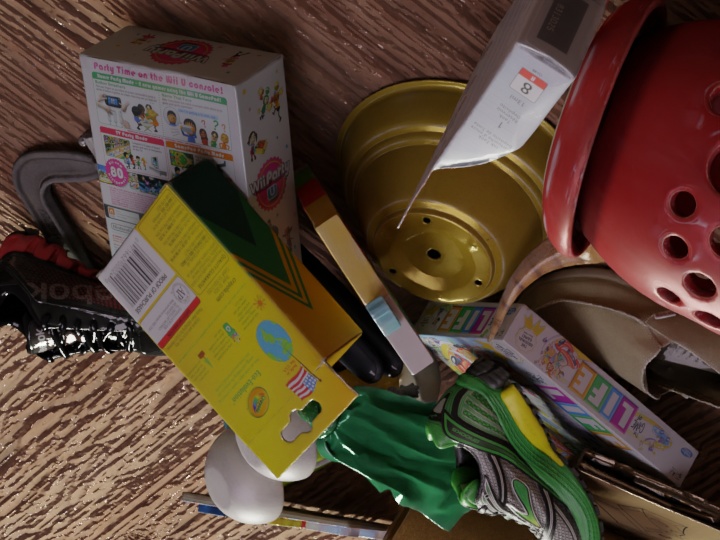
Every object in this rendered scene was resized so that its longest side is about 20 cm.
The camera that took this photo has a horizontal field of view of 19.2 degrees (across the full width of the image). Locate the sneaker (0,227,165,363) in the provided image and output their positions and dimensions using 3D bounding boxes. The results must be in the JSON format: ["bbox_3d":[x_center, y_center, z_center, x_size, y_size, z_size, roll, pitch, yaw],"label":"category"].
[{"bbox_3d":[-0.220,0.039,1.727,0.200,0.098,0.071,20,141,14],"label":"sneaker"}]

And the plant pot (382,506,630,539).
[{"bbox_3d":[0.114,0.264,1.788,0.199,0.187,0.187,31,140,0],"label":"plant pot"}]

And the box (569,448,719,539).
[{"bbox_3d":[0.234,0.194,1.697,0.163,0.021,0.200,23,167,2],"label":"box"}]

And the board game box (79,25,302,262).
[{"bbox_3d":[-0.121,-0.066,1.560,0.147,0.064,0.201,14,124,32],"label":"board game box"}]

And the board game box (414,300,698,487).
[{"bbox_3d":[0.149,0.094,1.640,0.200,0.034,0.134,39,162,-23],"label":"board game box"}]

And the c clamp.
[{"bbox_3d":[-0.198,-0.039,1.719,0.170,0.027,0.200,3,136,25],"label":"c clamp"}]

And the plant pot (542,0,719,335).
[{"bbox_3d":[0.222,-0.066,1.361,0.182,0.201,0.201,19,140,15],"label":"plant pot"}]

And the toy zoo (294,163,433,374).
[{"bbox_3d":[0.000,0.000,1.543,0.020,0.200,0.131,-33,107,1],"label":"toy zoo"}]

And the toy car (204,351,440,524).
[{"bbox_3d":[-0.048,0.099,1.716,0.150,0.175,0.200,57,147,16],"label":"toy car"}]

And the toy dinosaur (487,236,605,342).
[{"bbox_3d":[0.159,-0.027,1.490,0.199,0.060,0.107,-21,98,11],"label":"toy dinosaur"}]

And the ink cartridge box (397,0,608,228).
[{"bbox_3d":[0.102,-0.124,1.379,0.050,0.163,0.200,28,140,-1],"label":"ink cartridge box"}]

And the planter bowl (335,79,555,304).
[{"bbox_3d":[0.063,-0.036,1.553,0.199,0.084,0.201,14,139,13],"label":"planter bowl"}]

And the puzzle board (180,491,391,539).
[{"bbox_3d":[-0.052,0.215,1.841,0.150,0.017,0.200,8,175,18],"label":"puzzle board"}]

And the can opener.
[{"bbox_3d":[-0.042,0.015,1.629,0.200,0.063,0.079,39,127,19],"label":"can opener"}]

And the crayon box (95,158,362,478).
[{"bbox_3d":[-0.085,0.036,1.512,0.200,0.051,0.127,49,134,6],"label":"crayon box"}]

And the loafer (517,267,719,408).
[{"bbox_3d":[0.210,0.053,1.590,0.199,0.068,0.076,10,138,16],"label":"loafer"}]

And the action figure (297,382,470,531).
[{"bbox_3d":[0.029,0.127,1.621,0.200,0.055,0.118,22,107,-40],"label":"action figure"}]

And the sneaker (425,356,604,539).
[{"bbox_3d":[0.114,0.162,1.616,0.200,0.085,0.078,55,170,-21],"label":"sneaker"}]
